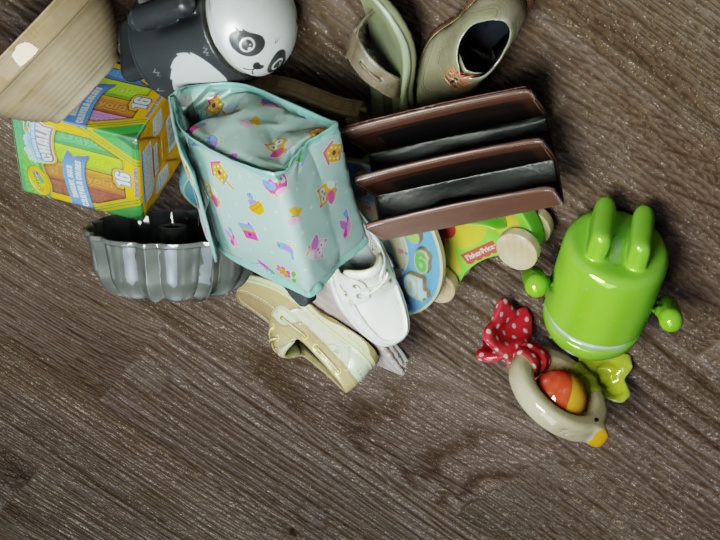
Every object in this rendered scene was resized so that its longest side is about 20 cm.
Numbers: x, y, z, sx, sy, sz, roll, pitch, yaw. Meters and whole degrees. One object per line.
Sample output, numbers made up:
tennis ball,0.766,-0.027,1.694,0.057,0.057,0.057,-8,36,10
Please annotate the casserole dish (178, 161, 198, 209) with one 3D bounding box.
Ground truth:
casserole dish,-0.140,-0.113,1.623,0.121,0.039,0.200,37,136,-13

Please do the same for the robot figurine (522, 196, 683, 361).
robot figurine,0.265,0.016,1.515,0.174,0.116,0.201,12,137,2

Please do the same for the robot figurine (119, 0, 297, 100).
robot figurine,-0.158,-0.243,1.437,0.199,0.150,0.125,-12,114,32

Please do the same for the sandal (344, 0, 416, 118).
sandal,0.017,-0.207,1.424,0.080,0.057,0.202,49,157,42

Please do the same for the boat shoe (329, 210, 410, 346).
boat shoe,0.000,0.000,1.508,0.201,0.071,0.069,61,168,-16

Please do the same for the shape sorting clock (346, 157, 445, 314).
shape sorting clock,0.011,-0.035,1.569,0.199,0.039,0.201,27,140,26

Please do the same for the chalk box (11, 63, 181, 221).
chalk box,-0.319,-0.160,1.591,0.199,0.124,0.125,13,136,11

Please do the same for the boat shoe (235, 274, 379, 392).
boat shoe,-0.075,0.074,1.646,0.199,0.067,0.074,30,162,22

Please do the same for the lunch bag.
lunch bag,-0.109,-0.088,1.404,0.199,0.122,0.171,23,144,33

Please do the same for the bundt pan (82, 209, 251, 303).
bundt pan,-0.212,-0.015,1.569,0.200,0.202,0.076,6,104,18

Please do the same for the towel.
towel,-0.048,0.036,1.662,0.190,0.032,0.200,19,155,43

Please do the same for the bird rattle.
bird rattle,0.227,0.124,1.618,0.199,0.164,0.113,32,119,-22

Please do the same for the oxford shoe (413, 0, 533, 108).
oxford shoe,0.099,-0.211,1.394,0.070,0.075,0.200,28,138,-6

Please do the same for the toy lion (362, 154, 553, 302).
toy lion,0.087,-0.068,1.554,0.199,0.069,0.192,-24,112,43

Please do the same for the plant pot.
plant pot,-0.320,-0.223,1.470,0.093,0.201,0.200,43,134,-16

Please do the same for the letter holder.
letter holder,0.092,-0.107,1.404,0.199,0.101,0.142,-11,170,15

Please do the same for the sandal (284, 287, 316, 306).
sandal,-0.082,-0.059,1.530,0.201,0.043,0.076,71,161,0

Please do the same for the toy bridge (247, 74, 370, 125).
toy bridge,-0.085,-0.186,1.513,0.199,0.027,0.067,9,158,19
